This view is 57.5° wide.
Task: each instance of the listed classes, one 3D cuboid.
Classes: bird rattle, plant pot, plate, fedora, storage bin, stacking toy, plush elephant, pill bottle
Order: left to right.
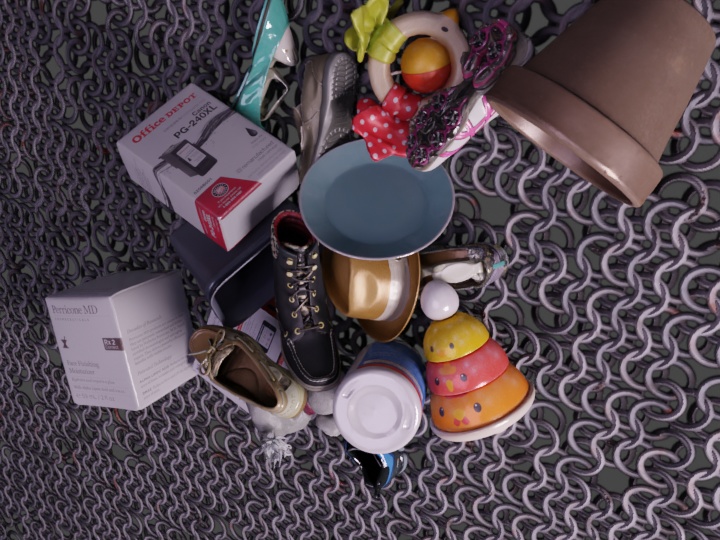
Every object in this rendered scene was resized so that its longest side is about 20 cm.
[{"bbox_3d":[-0.168,-0.035,0.960,0.134,0.200,0.146,42,161,23],"label":"storage bin"},{"bbox_3d":[-0.088,0.170,0.950,0.200,0.155,0.165,-122,11,-47],"label":"plush elephant"},{"bbox_3d":[0.000,0.000,0.888,0.201,0.082,0.201,10,102,58],"label":"fedora"},{"bbox_3d":[0.021,-0.091,0.846,0.200,0.200,0.026,27,153,18],"label":"plate"},{"bbox_3d":[0.035,0.157,0.889,0.112,0.200,0.112,2,100,10],"label":"pill bottle"},{"bbox_3d":[0.057,-0.241,0.813,0.163,0.113,0.200,-8,107,14],"label":"bird rattle"},{"bbox_3d":[0.126,0.106,0.855,0.146,0.146,0.200,-20,100,32],"label":"stacking toy"},{"bbox_3d":[0.262,-0.190,0.678,0.200,0.200,0.175,40,103,11],"label":"plant pot"}]

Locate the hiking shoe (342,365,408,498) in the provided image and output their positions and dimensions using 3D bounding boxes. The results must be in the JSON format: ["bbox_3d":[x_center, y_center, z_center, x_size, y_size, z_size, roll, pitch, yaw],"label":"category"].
[{"bbox_3d":[0.004,0.239,1.009,0.074,0.087,0.200,-31,91,33],"label":"hiking shoe"}]

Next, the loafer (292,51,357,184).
[{"bbox_3d":[-0.053,-0.202,0.906,0.070,0.075,0.200,27,116,34],"label":"loafer"}]

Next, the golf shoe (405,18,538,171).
[{"bbox_3d":[0.135,-0.193,0.784,0.200,0.092,0.073,-50,48,28],"label":"golf shoe"}]

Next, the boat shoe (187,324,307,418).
[{"bbox_3d":[-0.159,0.126,0.866,0.200,0.063,0.073,25,90,27],"label":"boat shoe"}]

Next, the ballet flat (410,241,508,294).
[{"bbox_3d":[0.096,0.000,0.888,0.200,0.072,0.072,-8,103,31],"label":"ballet flat"}]

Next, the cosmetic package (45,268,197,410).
[{"bbox_3d":[-0.406,0.113,1.145,0.165,0.165,0.200,-3,105,28],"label":"cosmetic package"}]

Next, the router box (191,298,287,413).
[{"bbox_3d":[-0.177,0.134,1.095,0.179,0.049,0.200,34,120,15],"label":"router box"}]

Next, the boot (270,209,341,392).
[{"bbox_3d":[-0.075,0.037,0.843,0.154,0.073,0.204,92,163,-48],"label":"boot"}]

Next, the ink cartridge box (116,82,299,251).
[{"bbox_3d":[-0.207,-0.145,0.897,0.200,0.145,0.083,35,157,18],"label":"ink cartridge box"}]

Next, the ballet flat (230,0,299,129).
[{"bbox_3d":[-0.125,-0.286,0.923,0.070,0.067,0.200,22,119,-6],"label":"ballet flat"}]

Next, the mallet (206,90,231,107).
[{"bbox_3d":[-0.247,-0.183,1.035,0.066,0.041,0.200,41,126,14],"label":"mallet"}]
